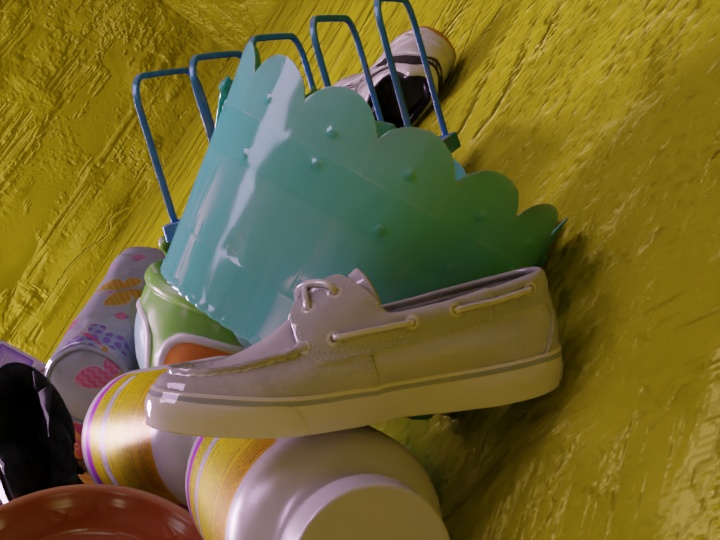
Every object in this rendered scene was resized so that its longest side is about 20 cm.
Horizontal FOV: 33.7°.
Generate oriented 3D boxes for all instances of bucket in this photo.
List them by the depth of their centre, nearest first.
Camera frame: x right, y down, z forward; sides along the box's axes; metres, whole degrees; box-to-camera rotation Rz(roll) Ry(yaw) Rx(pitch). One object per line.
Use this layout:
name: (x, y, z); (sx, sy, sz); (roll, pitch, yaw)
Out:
bucket: (-0.004, -0.020, 0.663); (0.136, 0.206, 0.207); (-61, 14, 5)

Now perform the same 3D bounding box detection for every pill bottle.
pill bottle: (-0.023, 0.121, 0.587); (0.105, 0.104, 0.200); (-56, 15, -8)
pill bottle: (-0.111, 0.115, 0.821); (0.199, 0.104, 0.105); (-14, 42, 56)

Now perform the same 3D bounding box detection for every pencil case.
pencil case: (-0.217, 0.057, 1.080); (0.200, 0.082, 0.091); (-74, -9, -62)

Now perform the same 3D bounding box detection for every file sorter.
file sorter: (-0.046, -0.113, 0.871); (0.198, 0.124, 0.139); (-15, 7, 16)

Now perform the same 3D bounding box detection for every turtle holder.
turtle holder: (-0.134, 0.050, 1.005); (0.185, 0.140, 0.133); (26, 101, 50)

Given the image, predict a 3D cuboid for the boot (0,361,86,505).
boot: (-0.234, 0.128, 0.822); (0.065, 0.165, 0.201); (-28, -29, -21)

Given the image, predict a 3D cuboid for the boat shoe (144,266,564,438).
boat shoe: (-0.001, 0.034, 0.545); (0.072, 0.198, 0.069); (-161, 65, -80)

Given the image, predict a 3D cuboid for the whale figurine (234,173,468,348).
whale figurine: (0.000, 0.000, 0.843); (0.199, 0.104, 0.159); (-30, 12, -1)

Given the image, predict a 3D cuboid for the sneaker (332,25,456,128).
sneaker: (0.007, -0.150, 1.139); (0.200, 0.075, 0.088); (-43, 18, 39)

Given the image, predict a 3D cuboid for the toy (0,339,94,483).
toy: (-0.253, 0.137, 1.060); (0.047, 0.199, 0.116); (-57, 10, 40)

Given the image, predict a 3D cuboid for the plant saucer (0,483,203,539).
plant saucer: (-0.156, 0.212, 0.659); (0.032, 0.198, 0.201); (101, -172, -48)
